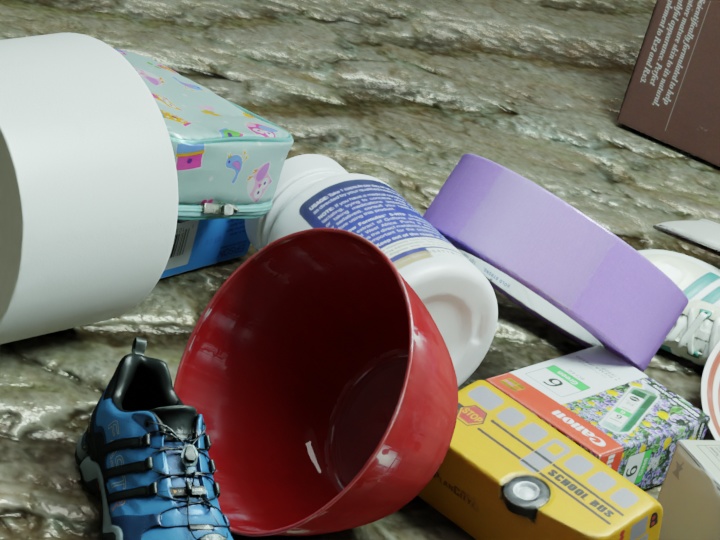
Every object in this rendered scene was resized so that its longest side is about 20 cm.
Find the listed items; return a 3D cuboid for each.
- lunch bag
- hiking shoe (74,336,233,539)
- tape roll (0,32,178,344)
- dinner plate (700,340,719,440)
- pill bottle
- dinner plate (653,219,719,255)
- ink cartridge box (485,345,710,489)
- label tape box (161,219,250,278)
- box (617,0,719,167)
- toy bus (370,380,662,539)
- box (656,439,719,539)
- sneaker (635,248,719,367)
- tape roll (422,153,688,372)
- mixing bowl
[{"bbox_3d":[-0.153,-0.098,1.757,0.200,0.077,0.160,31,17,34],"label":"lunch bag"},{"bbox_3d":[-0.120,0.126,1.467,0.074,0.087,0.200,0,29,-31],"label":"hiking shoe"},{"bbox_3d":[-0.238,-0.053,1.634,0.203,0.203,0.139,34,30,34],"label":"tape roll"},{"bbox_3d":[0.351,0.103,1.813,0.200,0.024,0.200,0,47,0],"label":"dinner plate"},{"bbox_3d":[0.000,0.000,1.763,0.120,0.120,0.200,-1,30,-33],"label":"pill bottle"},{"bbox_3d":[0.336,-0.008,1.997,0.200,0.024,0.200,20,3,-1],"label":"dinner plate"},{"bbox_3d":[0.140,0.113,1.694,0.109,0.050,0.200,34,29,33],"label":"ink cartridge box"},{"bbox_3d":[-0.195,-0.069,1.854,0.200,0.063,0.144,32,29,30],"label":"label tape box"},{"bbox_3d":[0.377,-0.206,2.365,0.164,0.166,0.200,26,26,18],"label":"box"},{"bbox_3d":[0.094,0.134,1.583,0.078,0.065,0.200,-29,48,-33],"label":"toy bus"},{"bbox_3d":[0.304,0.170,1.643,0.200,0.078,0.095,4,27,-25],"label":"box"},{"bbox_3d":[0.273,0.042,1.900,0.199,0.070,0.093,16,19,-6],"label":"sneaker"},{"bbox_3d":[0.142,-0.005,1.811,0.200,0.066,0.200,34,-3,2],"label":"tape roll"},{"bbox_3d":[-0.013,0.085,1.535,0.108,0.200,0.200,29,10,-43],"label":"mixing bowl"}]
